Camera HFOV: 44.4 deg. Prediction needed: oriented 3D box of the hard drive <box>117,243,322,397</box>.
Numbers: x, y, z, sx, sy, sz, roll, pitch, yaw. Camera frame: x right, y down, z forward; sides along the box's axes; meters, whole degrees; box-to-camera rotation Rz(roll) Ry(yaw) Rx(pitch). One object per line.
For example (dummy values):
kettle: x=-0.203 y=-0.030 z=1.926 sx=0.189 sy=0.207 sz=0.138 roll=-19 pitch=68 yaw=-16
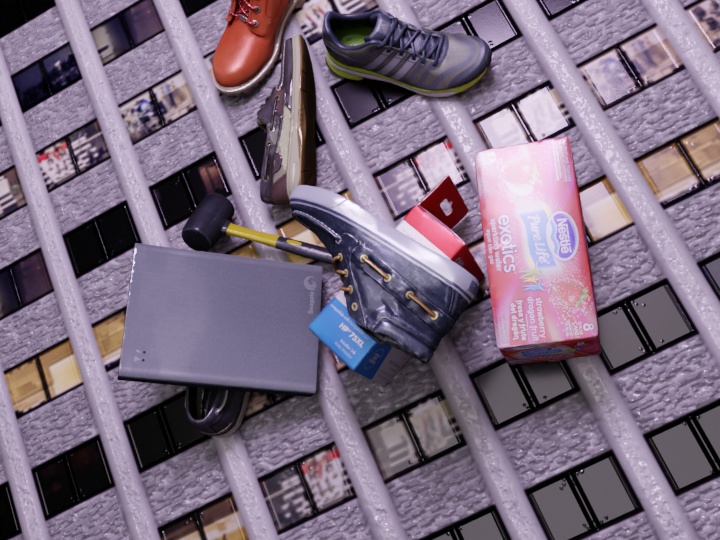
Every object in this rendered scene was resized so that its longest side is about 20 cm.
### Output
hard drive: x=-0.141 y=0.053 z=0.916 sx=0.200 sy=0.033 sz=0.140 roll=7 pitch=71 yaw=-14

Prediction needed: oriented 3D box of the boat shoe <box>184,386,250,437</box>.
boat shoe: x=-0.146 y=0.077 z=0.947 sx=0.073 sy=0.063 sz=0.200 roll=3 pitch=75 yaw=20

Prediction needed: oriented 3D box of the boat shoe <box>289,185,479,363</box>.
boat shoe: x=0.000 y=0.000 z=0.794 sx=0.200 sy=0.071 sz=0.091 roll=30 pitch=81 yaw=20

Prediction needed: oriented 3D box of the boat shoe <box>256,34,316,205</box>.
boat shoe: x=-0.086 y=-0.170 z=0.991 sx=0.065 sy=0.073 sz=0.200 roll=-3 pitch=75 yaw=10

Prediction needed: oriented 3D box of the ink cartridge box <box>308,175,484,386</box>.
ink cartridge box: x=0.053 y=0.014 z=0.877 sx=0.067 sy=0.116 sz=0.200 roll=42 pitch=90 yaw=22

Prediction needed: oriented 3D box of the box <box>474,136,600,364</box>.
box: x=0.173 y=-0.016 z=0.859 sx=0.095 sy=0.100 sz=0.200 roll=-8 pitch=73 yaw=14

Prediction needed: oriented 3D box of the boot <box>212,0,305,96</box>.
boot: x=-0.129 y=-0.305 z=1.023 sx=0.075 sy=0.107 sz=0.200 roll=23 pitch=84 yaw=19

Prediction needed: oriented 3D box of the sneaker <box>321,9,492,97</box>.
sneaker: x=0.044 y=-0.243 z=0.967 sx=0.200 sy=0.081 sz=0.074 roll=9 pitch=79 yaw=18

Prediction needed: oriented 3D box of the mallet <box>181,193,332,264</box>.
mallet: x=-0.095 y=-0.040 z=0.981 sx=0.200 sy=0.041 sz=0.066 roll=10 pitch=49 yaw=7
